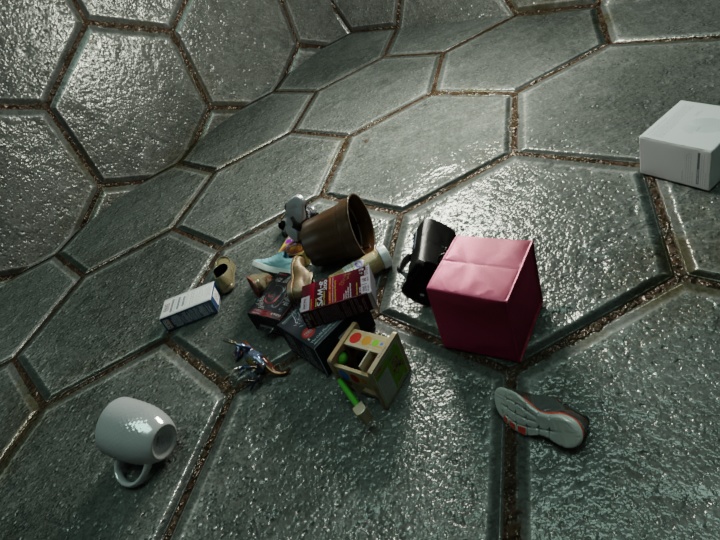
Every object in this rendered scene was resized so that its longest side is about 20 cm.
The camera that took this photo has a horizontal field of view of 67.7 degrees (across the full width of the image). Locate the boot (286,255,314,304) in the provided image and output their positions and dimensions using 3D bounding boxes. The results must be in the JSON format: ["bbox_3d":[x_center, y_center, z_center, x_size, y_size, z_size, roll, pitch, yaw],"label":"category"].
[{"bbox_3d":[-0.165,0.020,1.554,0.073,0.075,0.203,-16,33,8],"label":"boot"}]

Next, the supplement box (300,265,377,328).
[{"bbox_3d":[-0.057,0.068,1.395,0.193,0.062,0.111,-18,37,10],"label":"supplement box"}]

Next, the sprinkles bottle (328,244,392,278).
[{"bbox_3d":[0.000,0.000,1.616,0.196,0.070,0.069,-30,36,-5],"label":"sprinkles bottle"}]

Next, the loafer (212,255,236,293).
[{"bbox_3d":[-0.485,0.000,1.909,0.074,0.069,0.201,-27,36,-4],"label":"loafer"}]

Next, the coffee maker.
[{"bbox_3d":[0.203,-0.038,1.454,0.190,0.134,0.203,-33,26,35],"label":"coffee maker"}]

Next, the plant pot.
[{"bbox_3d":[-0.077,-0.116,1.710,0.192,0.203,0.204,-17,36,22],"label":"plant pot"}]

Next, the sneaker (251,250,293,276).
[{"bbox_3d":[-0.274,-0.024,1.790,0.194,0.074,0.085,12,76,27],"label":"sneaker"}]

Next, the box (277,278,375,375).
[{"bbox_3d":[-0.092,0.148,1.459,0.200,0.106,0.179,-43,38,-24],"label":"box"}]

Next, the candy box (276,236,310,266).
[{"bbox_3d":[-0.201,-0.100,1.871,0.113,0.058,0.203,-3,40,29],"label":"candy box"}]

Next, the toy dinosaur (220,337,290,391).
[{"bbox_3d":[-0.303,0.257,1.511,0.193,0.109,0.182,11,18,-15],"label":"toy dinosaur"}]

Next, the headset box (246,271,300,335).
[{"bbox_3d":[-0.237,0.106,1.622,0.145,0.076,0.202,6,46,36],"label":"headset box"}]

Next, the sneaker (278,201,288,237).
[{"bbox_3d":[-0.273,-0.193,2.015,0.080,0.072,0.203,-16,40,2],"label":"sneaker"}]

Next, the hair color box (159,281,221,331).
[{"bbox_3d":[-0.574,0.121,1.820,0.193,0.062,0.101,-20,36,7],"label":"hair color box"}]

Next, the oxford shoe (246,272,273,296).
[{"bbox_3d":[-0.314,0.033,1.701,0.073,0.072,0.200,-30,6,-7],"label":"oxford shoe"}]

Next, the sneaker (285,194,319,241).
[{"bbox_3d":[-0.190,-0.195,1.785,0.075,0.203,0.114,36,54,14],"label":"sneaker"}]

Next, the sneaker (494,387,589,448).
[{"bbox_3d":[0.360,0.284,1.069,0.080,0.080,0.197,-16,26,-39],"label":"sneaker"}]

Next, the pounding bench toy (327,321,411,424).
[{"bbox_3d":[-0.003,0.247,1.265,0.152,0.127,0.202,8,47,37],"label":"pounding bench toy"}]

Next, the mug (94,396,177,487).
[{"bbox_3d":[-0.568,0.444,1.371,0.169,0.147,0.208,6,75,26],"label":"mug"}]

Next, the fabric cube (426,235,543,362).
[{"bbox_3d":[0.296,0.059,1.255,0.194,0.200,0.202,6,45,36],"label":"fabric cube"}]

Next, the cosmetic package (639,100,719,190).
[{"bbox_3d":[0.897,-0.341,1.444,0.197,0.125,0.199,-36,39,-15],"label":"cosmetic package"}]
